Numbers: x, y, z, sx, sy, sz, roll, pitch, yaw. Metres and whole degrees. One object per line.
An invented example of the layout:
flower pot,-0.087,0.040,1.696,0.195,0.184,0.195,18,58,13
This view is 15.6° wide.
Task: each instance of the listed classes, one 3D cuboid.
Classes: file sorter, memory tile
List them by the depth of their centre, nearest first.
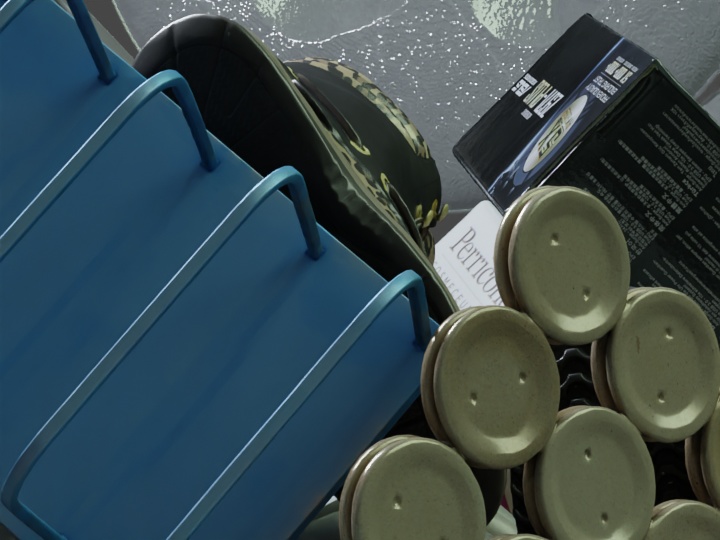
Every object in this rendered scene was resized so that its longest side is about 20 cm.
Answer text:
file sorter,-0.091,-0.001,0.797,0.200,0.139,0.123,40,-9,12
memory tile,0.086,0.083,0.826,0.200,0.154,0.017,45,-30,-25

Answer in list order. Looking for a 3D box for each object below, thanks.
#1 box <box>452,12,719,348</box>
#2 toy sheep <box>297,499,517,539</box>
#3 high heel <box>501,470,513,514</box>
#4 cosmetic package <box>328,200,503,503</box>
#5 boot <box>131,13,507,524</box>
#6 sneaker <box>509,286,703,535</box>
box,0.143,0.002,1.067,0.200,0.086,0.164,44,5,-12
toy sheep,0.015,0.146,0.930,0.138,0.138,0.200,46,21,-8
high heel,0.087,0.115,1.025,0.096,0.067,0.201,99,-17,-75
cosmetic package,0.056,0.114,1.143,0.165,0.200,0.165,45,4,-29
boot,0.000,0.000,0.942,0.201,0.073,0.151,56,13,5
sneaker,0.096,0.107,0.911,0.093,0.070,0.201,5,76,-81
